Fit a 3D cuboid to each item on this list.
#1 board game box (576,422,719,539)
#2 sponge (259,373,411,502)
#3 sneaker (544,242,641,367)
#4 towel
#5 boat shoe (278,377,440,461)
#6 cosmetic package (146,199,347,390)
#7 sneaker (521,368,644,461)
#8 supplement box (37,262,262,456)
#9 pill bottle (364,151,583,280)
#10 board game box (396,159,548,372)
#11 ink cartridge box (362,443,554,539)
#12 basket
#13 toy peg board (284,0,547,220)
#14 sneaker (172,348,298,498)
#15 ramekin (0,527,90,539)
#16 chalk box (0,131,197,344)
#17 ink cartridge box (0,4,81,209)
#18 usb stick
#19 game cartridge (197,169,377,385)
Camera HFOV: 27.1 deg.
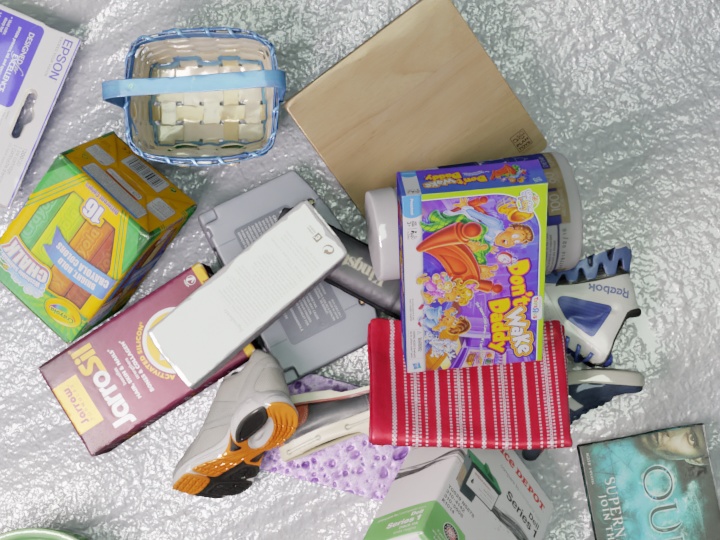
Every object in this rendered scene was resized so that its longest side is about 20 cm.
[{"bbox_3d":[0.309,0.269,1.552,0.135,0.028,0.201,-11,86,1],"label":"board game box"},{"bbox_3d":[-0.016,0.174,1.561,0.199,0.030,0.112,15,86,1],"label":"sponge"},{"bbox_3d":[0.205,0.056,1.541,0.198,0.081,0.116,-20,84,-2],"label":"sneaker"},{"bbox_3d":[0.105,0.108,1.464,0.199,0.023,0.145,1,56,1],"label":"towel"},{"bbox_3d":[0.010,0.148,1.510,0.199,0.071,0.063,-9,73,4],"label":"boat shoe"},{"bbox_3d":[-0.110,0.025,1.454,0.200,0.102,0.074,-39,88,-8],"label":"cosmetic package"},{"bbox_3d":[0.197,0.150,1.541,0.199,0.075,0.085,-10,85,10],"label":"sneaker"},{"bbox_3d":[-0.215,0.092,1.540,0.200,0.086,0.111,-33,87,-1],"label":"supplement box"},{"bbox_3d":[0.109,-0.047,1.477,0.199,0.120,0.120,-8,86,-7],"label":"pill bottle"},{"bbox_3d":[0.104,-0.002,1.404,0.134,0.045,0.201,-6,124,-3],"label":"board game box"},{"bbox_3d":[0.098,0.250,1.453,0.084,0.200,0.146,-25,109,34],"label":"ink cartridge box"},{"bbox_3d":[-0.156,-0.175,1.498,0.175,0.200,0.140,-2,86,2],"label":"basket"},{"bbox_3d":[0.053,-0.155,1.562,0.200,0.098,0.200,-37,102,-1],"label":"toy peg board"},{"bbox_3d":[-0.128,0.158,1.520,0.075,0.200,0.092,19,44,-31],"label":"sneaker"},{"bbox_3d":[-0.324,0.358,1.518,0.199,0.098,0.201,0,86,1],"label":"ramekin"},{"bbox_3d":[-0.284,-0.019,1.513,0.125,0.124,0.200,40,113,3],"label":"chalk box"},{"bbox_3d":[-0.418,-0.189,1.581,0.199,0.043,0.199,23,87,4],"label":"ink cartridge box"},{"bbox_3d":[0.000,0.000,1.531,0.199,0.033,0.056,28,94,-2],"label":"usb stick"},{"bbox_3d":[-0.067,0.004,1.557,0.133,0.040,0.201,-26,84,-10],"label":"game cartridge"}]
